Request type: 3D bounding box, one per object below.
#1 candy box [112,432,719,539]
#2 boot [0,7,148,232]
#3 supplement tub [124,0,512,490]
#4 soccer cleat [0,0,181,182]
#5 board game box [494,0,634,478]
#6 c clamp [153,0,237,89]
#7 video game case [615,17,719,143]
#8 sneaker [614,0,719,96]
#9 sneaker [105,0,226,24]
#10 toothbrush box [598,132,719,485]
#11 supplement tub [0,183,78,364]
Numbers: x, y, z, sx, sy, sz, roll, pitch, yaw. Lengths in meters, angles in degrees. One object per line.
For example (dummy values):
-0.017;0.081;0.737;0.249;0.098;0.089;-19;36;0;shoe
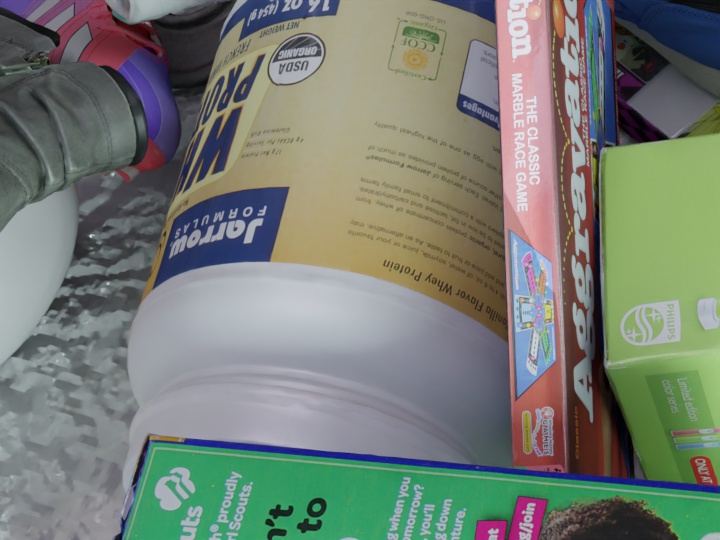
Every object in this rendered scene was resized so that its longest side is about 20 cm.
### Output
0.041;0.127;0.612;0.200;0.169;0.077;2;57;21;candy box
-0.184;-0.062;0.717;0.200;0.068;0.131;30;42;21;boot
0.000;0.000;0.715;0.144;0.144;0.200;2;59;21;supplement tub
-0.110;-0.095;0.822;0.076;0.067;0.200;-46;28;-4;soccer cleat
0.065;-0.030;0.634;0.019;0.103;0.200;-5;80;19;board game box
-0.078;-0.171;0.914;0.200;0.027;0.171;-44;57;6;c clamp
0.135;-0.155;0.841;0.181;0.036;0.200;-39;54;-7;video game case
0.083;-0.143;0.763;0.200;0.111;0.077;34;78;34;sneaker
-0.059;-0.128;0.777;0.089;0.200;0.075;-52;59;20;sneaker
0.188;0.021;0.643;0.200;0.146;0.086;-6;56;17;toothbrush box
-0.229;-0.045;0.836;0.200;0.144;0.144;35;75;33;supplement tub
